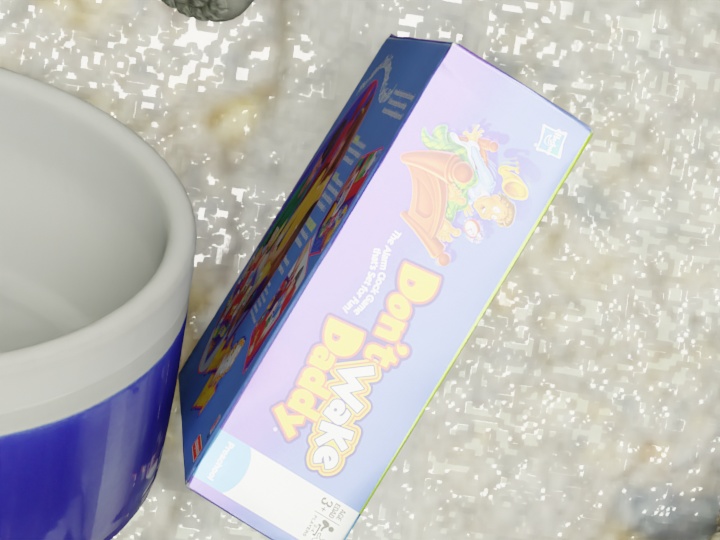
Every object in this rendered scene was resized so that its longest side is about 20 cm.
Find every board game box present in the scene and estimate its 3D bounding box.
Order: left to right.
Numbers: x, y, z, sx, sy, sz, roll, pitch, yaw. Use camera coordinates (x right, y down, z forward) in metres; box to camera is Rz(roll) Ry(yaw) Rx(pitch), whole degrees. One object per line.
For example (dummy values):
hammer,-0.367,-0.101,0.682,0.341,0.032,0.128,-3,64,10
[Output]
board game box,0.000,0.000,0.783,0.045,0.200,0.135,31,93,-7

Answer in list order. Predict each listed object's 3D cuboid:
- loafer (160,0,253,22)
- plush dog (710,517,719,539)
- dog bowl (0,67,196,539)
loafer,-0.082,-0.174,0.834,0.070,0.075,0.201,-41,107,-22
plush dog,0.136,0.113,0.829,0.171,0.200,0.161,-26,63,-10
dog bowl,-0.149,0.010,0.769,0.199,0.200,0.079,7,118,-5
